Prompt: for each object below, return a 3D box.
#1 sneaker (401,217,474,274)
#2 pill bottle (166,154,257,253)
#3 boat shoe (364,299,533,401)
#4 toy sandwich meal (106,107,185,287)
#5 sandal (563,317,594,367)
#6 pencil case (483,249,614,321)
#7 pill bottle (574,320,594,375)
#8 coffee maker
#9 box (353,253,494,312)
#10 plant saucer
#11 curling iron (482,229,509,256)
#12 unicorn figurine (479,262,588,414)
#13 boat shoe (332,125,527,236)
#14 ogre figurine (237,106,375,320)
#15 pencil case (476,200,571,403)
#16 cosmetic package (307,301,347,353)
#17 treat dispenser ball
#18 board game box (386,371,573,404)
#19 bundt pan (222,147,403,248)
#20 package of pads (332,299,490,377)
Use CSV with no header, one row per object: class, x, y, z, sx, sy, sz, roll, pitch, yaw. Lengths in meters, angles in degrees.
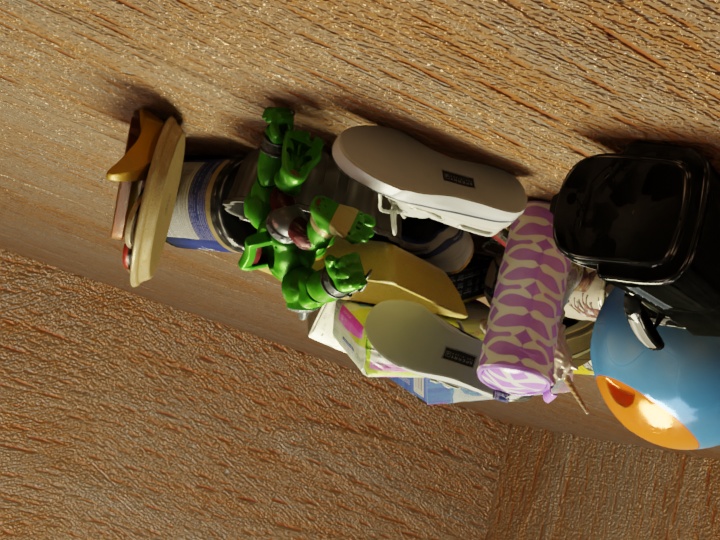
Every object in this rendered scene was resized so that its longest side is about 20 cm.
sneaker,0.034,-0.056,1.546,0.197,0.076,0.088,7,153,24
pill bottle,-0.181,-0.080,1.573,0.111,0.113,0.199,23,168,-41
boat shoe,0.098,0.090,1.444,0.197,0.074,0.068,15,167,23
toy sandwich meal,-0.240,-0.083,1.443,0.069,0.208,0.205,13,171,-3
sandal,0.269,0.063,1.602,0.054,0.199,0.080,59,-177,36
pencil case,0.234,0.017,1.563,0.089,0.079,0.199,4,-179,-41
pill bottle,0.282,0.079,1.756,0.110,0.113,0.199,19,170,-24
coffee maker,0.286,-0.027,1.137,0.190,0.137,0.199,-18,155,29
box,0.066,0.004,1.658,0.158,0.050,0.199,13,-167,28
plant saucer,0.000,0.000,1.479,0.198,0.049,0.199,8,171,30
curling iron,0.136,-0.049,1.494,0.049,0.026,0.200,7,168,26
unicorn figurine,0.196,0.046,1.443,0.073,0.203,0.137,23,164,-27
boat shoe,0.054,-0.074,1.279,0.200,0.075,0.086,13,142,-23
ogre figurine,-0.061,-0.045,1.269,0.200,0.098,0.120,49,137,11
pencil case,0.176,0.030,1.360,0.084,0.203,0.084,15,161,-3
cosmetic package,-0.013,0.028,1.753,0.104,0.072,0.201,22,-157,-15
treat dispenser ball,0.342,0.085,1.405,0.198,0.204,0.201,15,171,2
board game box,0.138,0.119,1.702,0.196,0.044,0.200,-4,-169,-18
bundt pan,-0.043,-0.081,1.430,0.199,0.077,0.202,12,172,2
package of pads,0.079,0.077,1.591,0.197,0.069,0.154,2,-168,-15
